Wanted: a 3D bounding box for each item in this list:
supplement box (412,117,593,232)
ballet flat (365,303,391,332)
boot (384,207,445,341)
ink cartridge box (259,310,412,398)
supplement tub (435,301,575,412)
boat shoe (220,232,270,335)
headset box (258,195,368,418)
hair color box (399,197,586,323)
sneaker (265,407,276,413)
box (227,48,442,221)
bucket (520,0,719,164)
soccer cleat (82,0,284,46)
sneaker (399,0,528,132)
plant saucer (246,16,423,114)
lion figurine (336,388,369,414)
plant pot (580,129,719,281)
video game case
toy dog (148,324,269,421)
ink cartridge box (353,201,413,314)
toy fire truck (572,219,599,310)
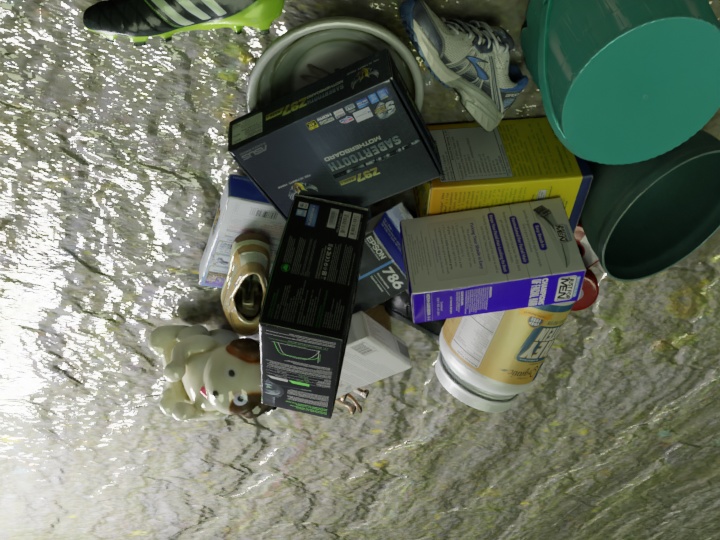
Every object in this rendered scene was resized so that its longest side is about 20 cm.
[{"bbox_3d":[0.168,-0.109,0.901,0.194,0.111,0.111,-4,141,-4],"label":"supplement box"},{"bbox_3d":[-0.022,0.081,1.086,0.197,0.065,0.068,1,154,-43],"label":"ballet flat"},{"bbox_3d":[0.109,0.012,1.036,0.161,0.066,0.203,16,140,13],"label":"boot"},{"bbox_3d":[-0.034,0.135,1.061,0.173,0.046,0.200,-24,154,13],"label":"ink cartridge box"},{"bbox_3d":[0.190,0.070,0.966,0.141,0.146,0.204,10,118,-21],"label":"supplement tub"},{"bbox_3d":[-0.154,0.040,0.978,0.069,0.078,0.202,-3,144,-9],"label":"boat shoe"},{"bbox_3d":[-0.055,0.050,0.848,0.090,0.178,0.202,11,145,2],"label":"headset box"},{"bbox_3d":[0.148,-0.012,0.840,0.194,0.111,0.066,-8,142,2],"label":"hair color box"},{"bbox_3d":[-0.167,0.193,1.232,0.096,0.072,0.199,21,139,-32],"label":"sneaker"},{"bbox_3d":[-0.025,-0.134,0.802,0.195,0.052,0.158,-19,143,17],"label":"box"},{"bbox_3d":[0.278,-0.223,0.763,0.201,0.137,0.210,-4,140,-3],"label":"bucket"},{"bbox_3d":[-0.171,-0.268,0.697,0.194,0.068,0.083,-7,124,-3],"label":"soccer cleat"},{"bbox_3d":[0.115,-0.239,0.778,0.085,0.078,0.198,-39,140,19],"label":"sneaker"},{"bbox_3d":[-0.028,-0.200,0.802,0.194,0.051,0.203,-4,141,-3],"label":"plant saucer"},{"bbox_3d":[-0.059,0.189,1.248,0.120,0.073,0.202,20,154,20],"label":"lion figurine"},{"bbox_3d":[0.350,-0.106,0.900,0.195,0.136,0.203,-17,140,-14],"label":"plant pot"},{"bbox_3d":[-0.106,-0.037,0.989,0.195,0.046,0.183,9,138,-21],"label":"video game case"},{"bbox_3d":[-0.205,0.159,1.079,0.190,0.144,0.198,-3,-176,-34],"label":"toy dog"},{"bbox_3d":[0.000,0.000,0.960,0.197,0.040,0.100,-31,113,24],"label":"ink cartridge box"},{"bbox_3d":[0.243,-0.012,1.045,0.167,0.113,0.199,38,125,-18],"label":"toy fire truck"}]
